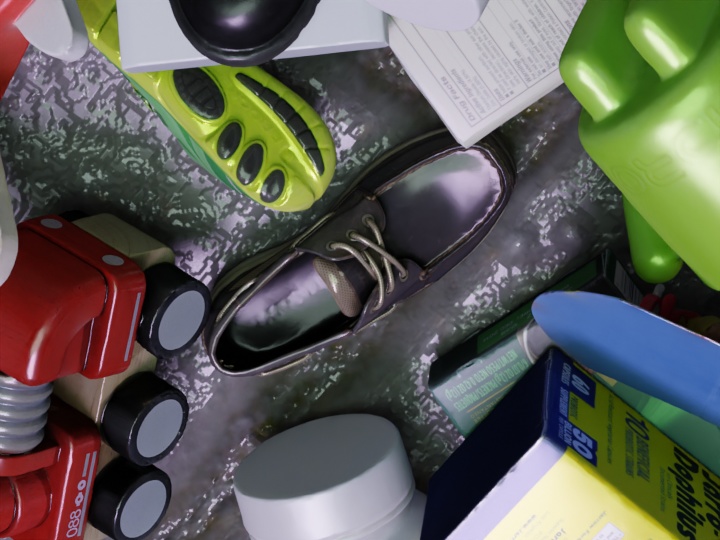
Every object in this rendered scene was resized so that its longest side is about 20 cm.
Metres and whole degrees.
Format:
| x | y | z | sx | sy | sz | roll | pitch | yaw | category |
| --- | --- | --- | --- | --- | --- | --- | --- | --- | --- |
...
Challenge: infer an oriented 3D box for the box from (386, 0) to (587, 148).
| x | y | z | sx | sy | sz | roll | pitch | yaw | category |
| --- | --- | --- | --- | --- | --- | --- | --- | --- | --- |
| 0.107 | -0.159 | 1.258 | 0.199 | 0.078 | 0.095 | -32 | 106 | 17 | box |

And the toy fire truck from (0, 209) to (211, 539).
| x | y | z | sx | sy | sz | roll | pitch | yaw | category |
| --- | --- | --- | --- | --- | --- | --- | --- | --- | --- |
| -0.199 | 0.065 | 1.318 | 0.128 | 0.199 | 0.177 | 29 | 118 | 31 | toy fire truck |

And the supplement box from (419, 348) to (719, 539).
| x | y | z | sx | sy | sz | roll | pitch | yaw | category |
| --- | --- | --- | --- | --- | --- | --- | --- | --- | --- |
| 0.139 | 0.156 | 1.319 | 0.200 | 0.109 | 0.110 | 38 | 111 | -10 | supplement box |

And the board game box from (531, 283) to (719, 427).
| x | y | z | sx | sy | sz | roll | pitch | yaw | category |
| --- | --- | --- | --- | --- | --- | --- | --- | --- | --- |
| 0.183 | 0.041 | 1.257 | 0.199 | 0.158 | 0.039 | 24 | 77 | 7 | board game box |

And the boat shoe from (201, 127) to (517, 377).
| x | y | z | sx | sy | sz | roll | pitch | yaw | category |
| --- | --- | --- | --- | --- | --- | --- | --- | --- | --- |
| 0.000 | 0.000 | 1.338 | 0.200 | 0.073 | 0.075 | -37 | 104 | 18 | boat shoe |

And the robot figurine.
| x | y | z | sx | sy | sz | roll | pitch | yaw | category |
| --- | --- | --- | --- | --- | --- | --- | --- | --- | --- |
| 0.183 | -0.057 | 1.196 | 0.200 | 0.116 | 0.175 | 44 | 130 | -15 | robot figurine |

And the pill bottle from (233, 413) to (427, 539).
| x | y | z | sx | sy | sz | roll | pitch | yaw | category |
| --- | --- | --- | --- | --- | --- | --- | --- | --- | --- |
| 0.004 | 0.188 | 1.393 | 0.113 | 0.114 | 0.201 | -14 | 110 | 11 | pill bottle |

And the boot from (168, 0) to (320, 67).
| x | y | z | sx | sy | sz | roll | pitch | yaw | category |
| --- | --- | --- | --- | --- | --- | --- | --- | --- | --- |
| -0.053 | -0.206 | 1.147 | 0.079 | 0.158 | 0.213 | 10 | 88 | 8 | boot |

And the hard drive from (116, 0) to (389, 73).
| x | y | z | sx | sy | sz | roll | pitch | yaw | category |
| --- | --- | --- | --- | --- | --- | --- | --- | --- | --- |
| -0.059 | -0.203 | 1.241 | 0.131 | 0.027 | 0.202 | -5 | 85 | 8 | hard drive |

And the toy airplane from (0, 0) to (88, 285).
| x | y | z | sx | sy | sz | roll | pitch | yaw | category |
| --- | --- | --- | --- | --- | --- | --- | --- | --- | --- |
| -0.221 | -0.101 | 1.253 | 0.140 | 0.200 | 0.201 | -2 | 103 | -33 | toy airplane |

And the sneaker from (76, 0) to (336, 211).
| x | y | z | sx | sy | sz | roll | pitch | yaw | category |
| --- | --- | --- | --- | --- | --- | --- | --- | --- | --- |
| -0.093 | -0.106 | 1.301 | 0.074 | 0.084 | 0.201 | -36 | 86 | -14 | sneaker |

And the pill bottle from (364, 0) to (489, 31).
| x | y | z | sx | sy | sz | roll | pitch | yaw | category |
| --- | --- | --- | --- | --- | --- | --- | --- | --- | --- |
| 0.058 | -0.217 | 1.173 | 0.112 | 0.112 | 0.201 | 29 | 74 | -6 | pill bottle |

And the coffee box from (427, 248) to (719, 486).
| x | y | z | sx | sy | sz | roll | pitch | yaw | category |
| --- | --- | --- | --- | --- | --- | --- | --- | --- | --- |
| 0.143 | 0.101 | 1.380 | 0.123 | 0.044 | 0.200 | -32 | 105 | 17 | coffee box |
